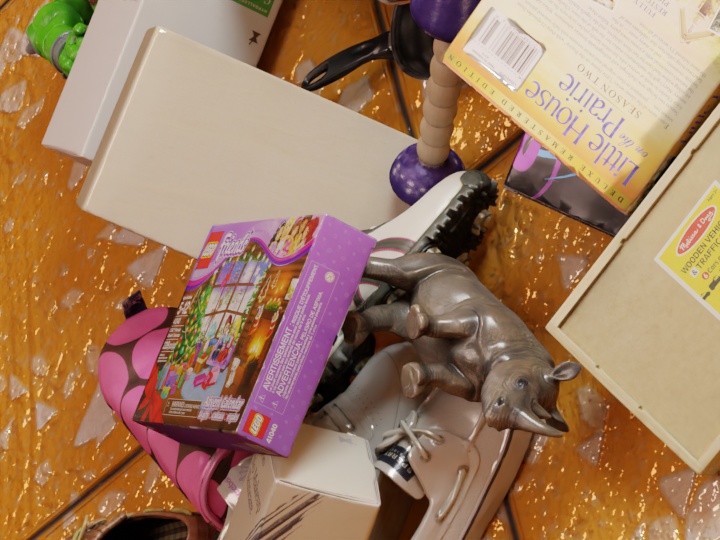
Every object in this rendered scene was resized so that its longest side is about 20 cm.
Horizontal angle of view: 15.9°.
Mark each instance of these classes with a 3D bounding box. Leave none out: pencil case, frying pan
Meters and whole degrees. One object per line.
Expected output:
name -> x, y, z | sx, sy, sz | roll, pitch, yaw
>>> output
pencil case -> -0.103, 0.093, 1.702 | 0.093, 0.091, 0.200 | -34, 37, -10
frying pan -> 0.040, -0.150, 1.700 | 0.190, 0.031, 0.115 | -48, 39, 24

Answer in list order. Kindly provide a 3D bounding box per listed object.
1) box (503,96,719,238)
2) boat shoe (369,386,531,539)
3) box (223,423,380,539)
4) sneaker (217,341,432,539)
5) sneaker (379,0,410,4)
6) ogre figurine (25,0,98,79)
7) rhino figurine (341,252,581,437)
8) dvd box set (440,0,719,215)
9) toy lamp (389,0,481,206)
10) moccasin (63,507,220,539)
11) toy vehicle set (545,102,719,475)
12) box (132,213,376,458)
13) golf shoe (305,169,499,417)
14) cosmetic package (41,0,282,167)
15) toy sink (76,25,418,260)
box -> 0.180, -0.111, 1.453 | 0.142, 0.036, 0.201 | 26, 100, 24
boat shoe -> 0.042, 0.120, 1.537 | 0.071, 0.070, 0.201 | 27, 94, 51
box -> -0.052, 0.195, 1.538 | 0.082, 0.068, 0.201 | -104, 31, -64
sneaker -> -0.026, 0.129, 1.589 | 0.201, 0.099, 0.075 | -58, 38, 8
sneaker -> 0.065, -0.255, 1.635 | 0.078, 0.077, 0.200 | 37, 79, 8
ogre figurine -> -0.183, -0.222, 1.942 | 0.120, 0.098, 0.201 | 2, 72, 53
rhino figurine -> 0.064, 0.045, 1.480 | 0.200, 0.087, 0.060 | 42, 125, 51
dvd box set -> 0.156, -0.153, 1.428 | 0.146, 0.029, 0.201 | 40, 105, 20
toy lamp -> 0.051, -0.121, 1.570 | 0.201, 0.058, 0.059 | 100, 160, -49
moccasin -> -0.160, 0.197, 1.727 | 0.201, 0.077, 0.074 | -10, 65, 47
toy vehicle set -> 0.206, -0.003, 1.402 | 0.124, 0.026, 0.200 | 45, 109, 23
box -> -0.068, 0.038, 1.548 | 0.200, 0.039, 0.138 | -4, 62, 67
golf shoe -> 0.000, 0.000, 1.612 | 0.200, 0.077, 0.088 | -47, 69, 14
cosmetic package -> -0.136, -0.158, 1.845 | 0.085, 0.107, 0.201 | 14, 84, 61
toy sink -> -0.073, -0.063, 1.710 | 0.112, 0.199, 0.131 | -155, 87, -81
